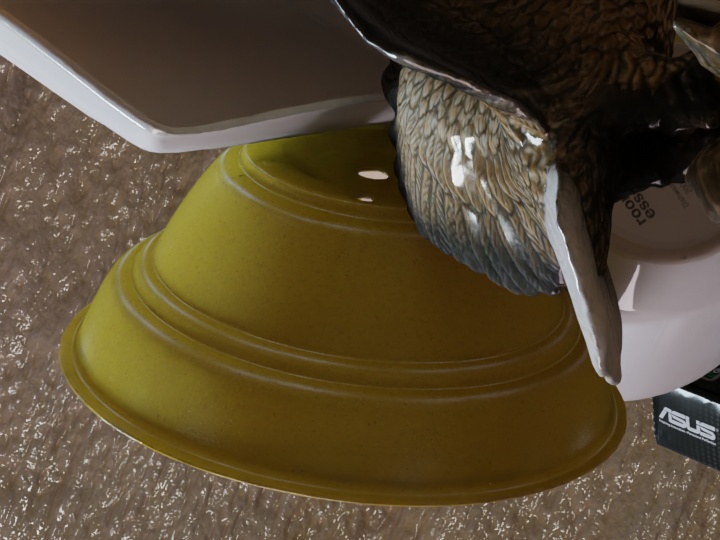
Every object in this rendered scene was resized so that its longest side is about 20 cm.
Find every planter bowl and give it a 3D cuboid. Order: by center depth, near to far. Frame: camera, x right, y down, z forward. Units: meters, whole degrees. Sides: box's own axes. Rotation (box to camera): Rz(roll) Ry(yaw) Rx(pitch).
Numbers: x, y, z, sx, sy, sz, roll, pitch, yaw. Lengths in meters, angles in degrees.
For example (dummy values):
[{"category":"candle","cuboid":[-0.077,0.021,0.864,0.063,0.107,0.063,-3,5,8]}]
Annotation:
[{"category":"planter bowl","cuboid":[0.000,0.000,0.894,0.200,0.084,0.200,8,-159,-3]}]

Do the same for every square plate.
[{"category":"square plate","cuboid":[-0.063,-0.092,0.920,0.198,0.028,0.200,-11,-145,-46]}]

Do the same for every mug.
[{"category":"mug","cuboid":[0.088,-0.034,1.009,0.186,0.150,0.153,11,171,-1]}]

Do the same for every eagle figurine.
[{"category":"eagle figurine","cuboid":[0.046,-0.065,0.749,0.200,0.152,0.151,17,-163,32]}]

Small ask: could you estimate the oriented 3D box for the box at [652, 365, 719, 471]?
[{"category":"box","cuboid":[0.268,0.053,1.183,0.200,0.048,0.193,-27,-149,-34]}]
